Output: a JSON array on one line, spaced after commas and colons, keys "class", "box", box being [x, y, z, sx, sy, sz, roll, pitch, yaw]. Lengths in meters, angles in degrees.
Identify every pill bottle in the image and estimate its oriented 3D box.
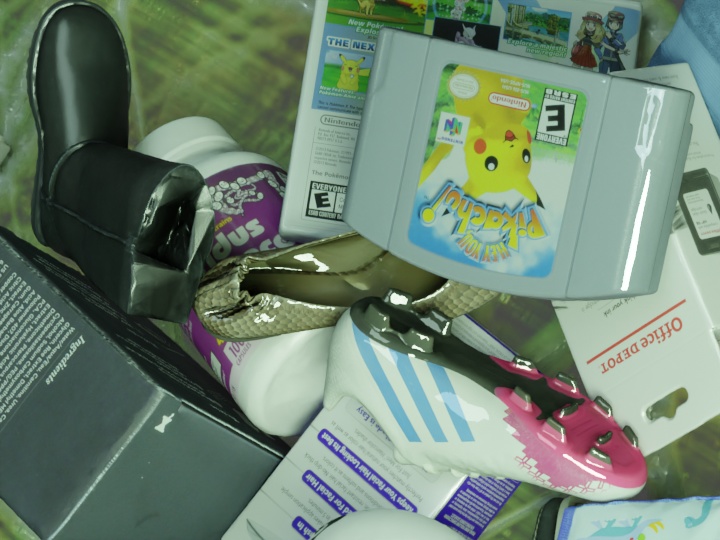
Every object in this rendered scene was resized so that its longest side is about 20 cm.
[{"class": "pill bottle", "box": [-0.069, -0.002, 1.830, 0.112, 0.112, 0.200, -44, 56, 7]}]

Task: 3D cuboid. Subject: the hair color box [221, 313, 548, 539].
[{"class": "hair color box", "box": [0.023, 0.121, 1.759, 0.109, 0.065, 0.200, 39, 90, 34]}]

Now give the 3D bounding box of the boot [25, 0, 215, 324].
[{"class": "boot", "box": [-0.144, -0.068, 1.764, 0.200, 0.066, 0.165, -147, 55, -67]}]

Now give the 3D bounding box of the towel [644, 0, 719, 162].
[{"class": "towel", "box": [0.215, -0.101, 1.691, 0.112, 0.048, 0.200, 57, 138, 29]}]

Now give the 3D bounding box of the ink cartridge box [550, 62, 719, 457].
[{"class": "ink cartridge box", "box": [0.166, -0.002, 1.683, 0.116, 0.067, 0.200, -36, 69, 49]}]

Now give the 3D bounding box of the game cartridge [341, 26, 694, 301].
[{"class": "game cartridge", "box": [0.083, -0.055, 1.656, 0.200, 0.040, 0.134, 14, 99, 31]}]

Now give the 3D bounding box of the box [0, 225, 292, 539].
[{"class": "box", "box": [-0.161, 0.089, 1.793, 0.200, 0.197, 0.117, 39, 93, 34]}]

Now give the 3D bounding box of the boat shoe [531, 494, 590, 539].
[{"class": "boat shoe", "box": [0.094, 0.222, 1.672, 0.068, 0.072, 0.200, 2, 74, 29]}]

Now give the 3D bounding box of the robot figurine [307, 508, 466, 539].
[{"class": "robot figurine", "box": [0.003, 0.230, 1.651, 0.125, 0.150, 0.200, 13, 110, -5]}]

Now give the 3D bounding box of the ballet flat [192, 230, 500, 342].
[{"class": "ballet flat", "box": [0.000, 0.000, 1.722, 0.200, 0.046, 0.067, -9, 63, -3]}]

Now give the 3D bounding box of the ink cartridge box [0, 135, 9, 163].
[{"class": "ink cartridge box", "box": [-0.350, -0.044, 1.984, 0.084, 0.145, 0.200, 31, 87, 36]}]

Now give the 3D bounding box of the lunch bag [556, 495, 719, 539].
[{"class": "lunch bag", "box": [0.187, 0.220, 1.589, 0.170, 0.127, 0.200, -6, 78, 27]}]

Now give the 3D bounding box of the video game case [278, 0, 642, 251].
[{"class": "video game case", "box": [0.062, -0.091, 1.791, 0.200, 0.022, 0.183, 9, 72, 0]}]

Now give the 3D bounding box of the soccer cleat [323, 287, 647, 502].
[{"class": "soccer cleat", "box": [0.068, 0.088, 1.681, 0.200, 0.070, 0.086, 31, 118, 16]}]
